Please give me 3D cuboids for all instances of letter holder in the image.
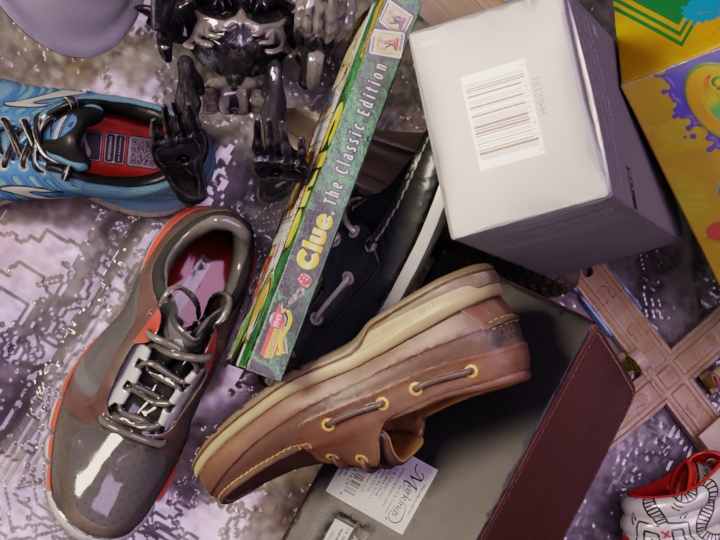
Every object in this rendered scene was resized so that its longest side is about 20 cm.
[{"bbox_3d":[0.057,0.116,1.110,0.100,0.142,0.201,25,81,26],"label":"letter holder"}]

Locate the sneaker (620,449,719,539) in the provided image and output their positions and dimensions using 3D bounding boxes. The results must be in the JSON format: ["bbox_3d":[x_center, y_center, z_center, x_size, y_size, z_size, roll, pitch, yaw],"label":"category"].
[{"bbox_3d":[0.245,0.153,1.157,0.200,0.067,0.108,-9,93,-11],"label":"sneaker"}]

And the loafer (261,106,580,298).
[{"bbox_3d":[0.036,-0.048,1.136,0.199,0.076,0.068,24,69,-9],"label":"loafer"}]

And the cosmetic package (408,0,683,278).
[{"bbox_3d":[0.098,-0.063,1.008,0.090,0.200,0.107,-16,82,19],"label":"cosmetic package"}]

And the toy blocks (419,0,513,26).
[{"bbox_3d":[0.057,-0.160,1.110,0.137,0.200,0.100,41,101,-16],"label":"toy blocks"}]

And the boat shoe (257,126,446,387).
[{"bbox_3d":[0.000,0.000,1.074,0.060,0.076,0.201,27,117,3],"label":"boat shoe"}]

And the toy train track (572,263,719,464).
[{"bbox_3d":[0.158,0.028,1.174,0.115,0.033,0.200,-39,92,-15],"label":"toy train track"}]

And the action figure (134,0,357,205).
[{"bbox_3d":[-0.062,-0.124,1.059,0.118,0.102,0.200,7,40,-8],"label":"action figure"}]

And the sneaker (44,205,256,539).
[{"bbox_3d":[-0.113,0.050,1.079,0.077,0.082,0.201,22,78,-10],"label":"sneaker"}]

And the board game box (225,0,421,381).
[{"bbox_3d":[-0.020,-0.041,1.032,0.023,0.105,0.201,21,85,-11],"label":"board game box"}]

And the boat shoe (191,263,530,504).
[{"bbox_3d":[-0.001,0.073,1.022,0.200,0.072,0.068,-33,80,23],"label":"boat shoe"}]

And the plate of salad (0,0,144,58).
[{"bbox_3d":[-0.171,-0.211,1.068,0.048,0.200,0.201,-8,83,25],"label":"plate of salad"}]

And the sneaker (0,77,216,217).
[{"bbox_3d":[-0.172,-0.074,1.077,0.199,0.090,0.079,0,83,-14],"label":"sneaker"}]

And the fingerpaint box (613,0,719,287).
[{"bbox_3d":[0.203,-0.084,1.091,0.073,0.167,0.200,-20,126,18],"label":"fingerpaint box"}]
